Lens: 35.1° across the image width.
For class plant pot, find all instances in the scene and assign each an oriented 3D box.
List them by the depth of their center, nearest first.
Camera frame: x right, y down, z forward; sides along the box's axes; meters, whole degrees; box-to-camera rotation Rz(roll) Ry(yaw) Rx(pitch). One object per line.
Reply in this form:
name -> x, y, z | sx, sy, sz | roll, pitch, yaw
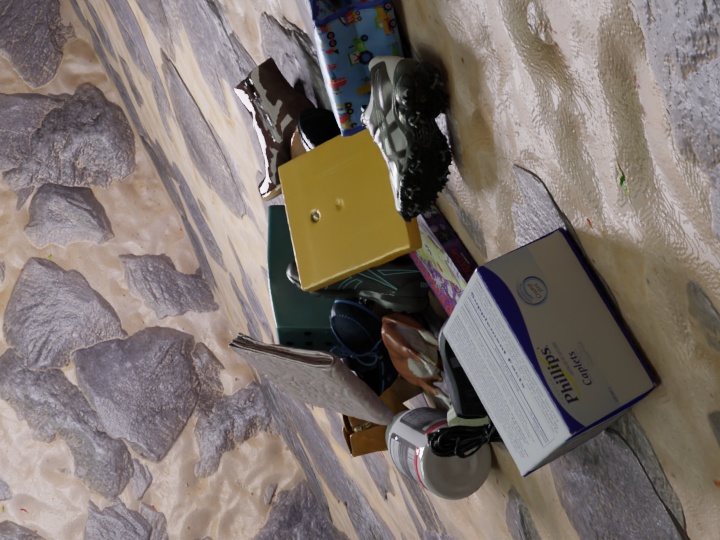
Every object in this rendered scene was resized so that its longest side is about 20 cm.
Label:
plant pot -> -0.069, 0.025, 1.691 | 0.141, 0.141, 0.201 | 87, -176, -55

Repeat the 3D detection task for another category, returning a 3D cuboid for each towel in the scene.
towel -> -0.067, 0.155, 1.637 | 0.190, 0.032, 0.200 | 11, 158, 33

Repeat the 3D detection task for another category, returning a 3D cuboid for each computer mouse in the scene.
computer mouse -> 0.138, 0.125, 1.375 | 0.053, 0.138, 0.201 | -105, 6, -66

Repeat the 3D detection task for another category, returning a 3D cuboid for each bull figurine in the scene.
bull figurine -> 0.086, 0.124, 1.567 | 0.121, 0.065, 0.200 | 32, 169, 30

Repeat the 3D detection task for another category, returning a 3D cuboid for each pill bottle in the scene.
pill bottle -> 0.106, 0.262, 1.680 | 0.111, 0.110, 0.200 | 68, 165, -10

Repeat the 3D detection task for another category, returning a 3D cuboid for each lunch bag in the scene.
lunch bag -> -0.017, -0.278, 1.342 | 0.200, 0.094, 0.151 | -114, 7, -54

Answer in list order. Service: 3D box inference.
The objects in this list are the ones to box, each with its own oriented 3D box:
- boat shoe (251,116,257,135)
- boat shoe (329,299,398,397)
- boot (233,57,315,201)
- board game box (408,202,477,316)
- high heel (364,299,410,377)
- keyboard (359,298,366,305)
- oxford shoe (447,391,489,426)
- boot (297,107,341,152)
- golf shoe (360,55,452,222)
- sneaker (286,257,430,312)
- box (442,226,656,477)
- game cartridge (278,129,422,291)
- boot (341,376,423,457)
boat shoe -> -0.116, -0.203, 1.804 | 0.072, 0.076, 0.200 | 44, 162, 36
boat shoe -> 0.010, 0.115, 1.595 | 0.084, 0.069, 0.200 | 8, 150, 35
boot -> -0.134, -0.211, 1.727 | 0.167, 0.072, 0.200 | 51, 137, -1
board game box -> 0.097, -0.020, 1.432 | 0.200, 0.032, 0.120 | 58, 167, 26
high heel -> 0.046, 0.066, 1.641 | 0.143, 0.071, 0.201 | -170, 65, -80
keyboard -> 0.010, 0.069, 1.844 | 0.200, 0.040, 0.104 | 31, 144, 63
oxford shoe -> 0.151, 0.172, 1.500 | 0.200, 0.075, 0.058 | 75, -155, -59
boot -> -0.040, -0.105, 1.588 | 0.200, 0.076, 0.168 | 51, 141, 26
golf shoe -> 0.048, -0.152, 1.275 | 0.094, 0.078, 0.201 | 33, 137, 37
sneaker -> 0.000, 0.000, 1.538 | 0.075, 0.199, 0.080 | -56, -26, -71
box -> 0.183, 0.087, 1.150 | 0.184, 0.105, 0.200 | 61, 165, 16
game cartridge -> -0.016, -0.083, 1.458 | 0.200, 0.032, 0.177 | -21, 76, 40
boot -> 0.051, 0.270, 1.814 | 0.202, 0.144, 0.071 | 68, 166, -12
